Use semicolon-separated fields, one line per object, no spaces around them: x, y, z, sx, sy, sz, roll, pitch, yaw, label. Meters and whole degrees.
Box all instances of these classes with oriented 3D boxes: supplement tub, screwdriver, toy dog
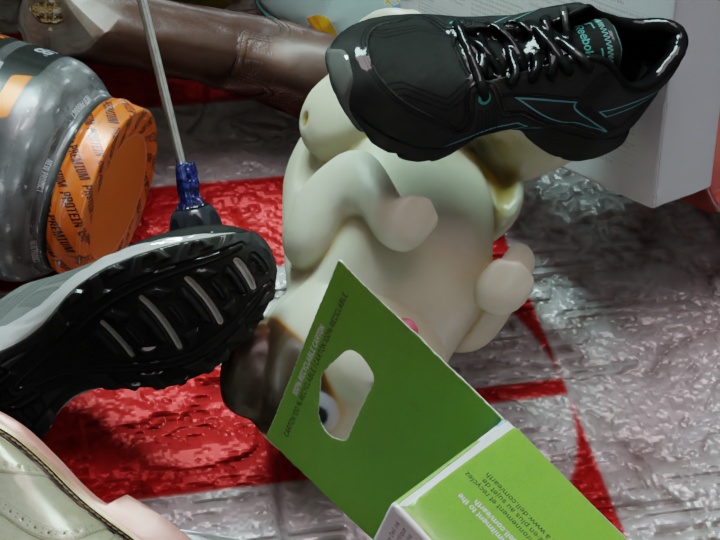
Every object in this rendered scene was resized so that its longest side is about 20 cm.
-0.215;-0.069;1.159;0.199;0.123;0.123;18;44;11;supplement tub
-0.093;-0.072;1.142;0.029;0.201;0.028;-2;15;26;screwdriver
0.000;0.000;1.095;0.139;0.193;0.201;37;53;-32;toy dog

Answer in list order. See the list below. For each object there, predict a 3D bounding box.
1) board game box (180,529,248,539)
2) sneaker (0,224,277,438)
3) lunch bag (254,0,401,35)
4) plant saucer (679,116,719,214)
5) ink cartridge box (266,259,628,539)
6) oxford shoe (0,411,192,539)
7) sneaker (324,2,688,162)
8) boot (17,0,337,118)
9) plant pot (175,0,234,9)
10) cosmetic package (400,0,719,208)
-0.129;0.192;0.968;0.199;0.026;0.201;9;44;1;board game box
-0.130;0.023;1.060;0.199;0.074;0.080;-25;29;19;sneaker
0.038;-0.190;1.299;0.199;0.161;0.077;20;22;14;lunch bag
0.195;-0.128;1.248;0.200;0.037;0.201;-15;79;-52;plant saucer
0.019;0.120;0.948;0.200;0.148;0.076;44;53;17;ink cartridge box
-0.160;0.116;0.975;0.199;0.071;0.074;25;49;18;oxford shoe
0.070;-0.099;1.029;0.199;0.079;0.076;-3;67;-42;sneaker
-0.072;-0.115;1.186;0.199;0.065;0.186;13;2;-36;boot
-0.143;-0.255;1.263;0.180;0.200;0.200;19;1;8;plant pot
0.104;-0.139;1.162;0.051;0.152;0.200;-21;35;-36;cosmetic package
